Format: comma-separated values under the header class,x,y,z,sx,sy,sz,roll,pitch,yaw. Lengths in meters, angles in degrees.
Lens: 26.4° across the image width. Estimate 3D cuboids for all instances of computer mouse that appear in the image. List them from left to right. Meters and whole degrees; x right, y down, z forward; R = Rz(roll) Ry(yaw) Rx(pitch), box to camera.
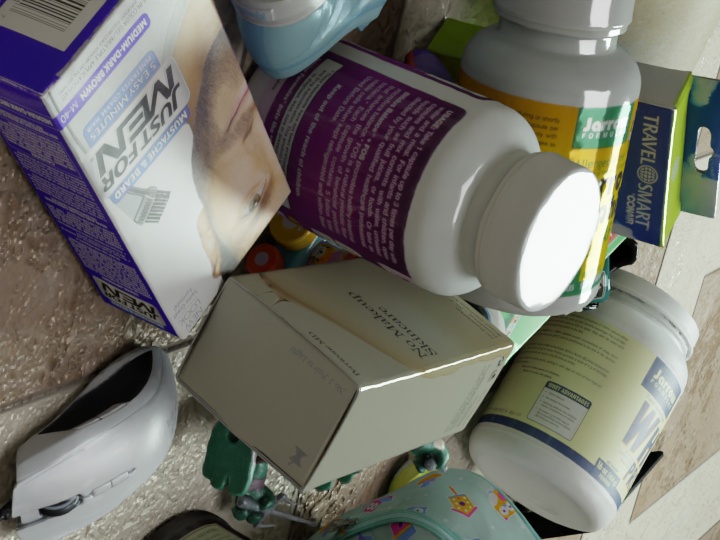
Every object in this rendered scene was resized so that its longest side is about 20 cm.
class,x,y,z,sx,sy,sz,roll,pitch,yaw
computer mouse,-0.157,0.115,0.836,0.200,0.044,0.111,-44,144,-37

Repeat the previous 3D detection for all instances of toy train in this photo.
class,x,y,z,sx,sy,sz,roll,pitch,yaw
toy train,0.000,0.000,1.015,0.199,0.055,0.152,-34,139,-46

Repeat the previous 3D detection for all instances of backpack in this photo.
class,x,y,z,sx,sy,sz,roll,pitch,yaw
backpack,0.039,0.244,1.082,0.199,0.177,0.153,-35,173,34

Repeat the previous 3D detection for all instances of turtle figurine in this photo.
class,x,y,z,sx,sy,sz,roll,pitch,yaw
turtle figurine,-0.028,0.113,1.012,0.148,0.102,0.200,-23,172,10

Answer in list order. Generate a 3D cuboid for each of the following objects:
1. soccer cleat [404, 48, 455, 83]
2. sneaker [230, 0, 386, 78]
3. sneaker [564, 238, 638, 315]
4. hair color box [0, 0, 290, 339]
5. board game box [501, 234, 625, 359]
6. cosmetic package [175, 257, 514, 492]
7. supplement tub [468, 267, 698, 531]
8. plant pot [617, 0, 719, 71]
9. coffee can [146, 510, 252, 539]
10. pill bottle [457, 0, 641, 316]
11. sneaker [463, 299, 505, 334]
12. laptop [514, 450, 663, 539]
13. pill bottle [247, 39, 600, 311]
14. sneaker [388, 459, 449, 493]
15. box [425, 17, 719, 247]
class,x,y,z,sx,sy,sz,roll,pitch,yaw
soccer cleat,0.077,-0.065,1.039,0.067,0.075,0.202,-92,167,-58
sneaker,-0.001,-0.184,0.867,0.200,0.074,0.082,-42,152,-24
sneaker,0.164,0.004,1.281,0.200,0.079,0.072,-37,141,-43
hair color box,-0.109,-0.069,0.761,0.110,0.064,0.201,-55,152,-22
board game box,0.131,-0.037,1.189,0.200,0.029,0.136,-40,117,-40
cosmetic package,-0.003,0.052,0.891,0.074,0.103,0.199,-59,159,19
supplement tub,0.201,0.112,1.361,0.201,0.144,0.145,-57,151,-17
plant pot,0.182,-0.210,1.060,0.201,0.199,0.184,-48,159,-30
coffee can,-0.054,0.262,0.963,0.146,0.198,0.148,-40,143,-39
pill bottle,0.110,-0.084,0.942,0.112,0.112,0.202,-24,128,-52
sneaker,0.066,0.053,1.066,0.200,0.071,0.073,142,-50,-72
laptop,0.192,0.275,1.496,0.187,0.198,0.117,-29,102,-56
pill bottle,0.031,-0.053,0.867,0.112,0.199,0.113,-35,139,-38
sneaker,0.039,0.252,1.223,0.202,0.104,0.076,-63,152,-8
box,0.143,-0.091,1.040,0.048,0.198,0.123,-55,152,-39
